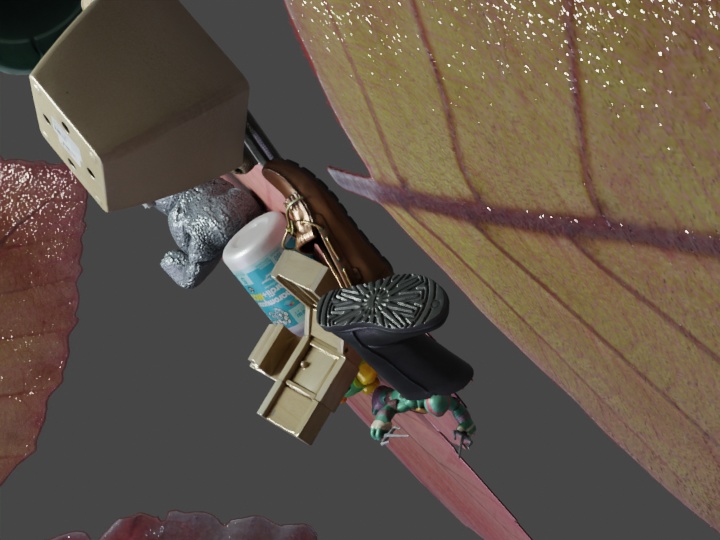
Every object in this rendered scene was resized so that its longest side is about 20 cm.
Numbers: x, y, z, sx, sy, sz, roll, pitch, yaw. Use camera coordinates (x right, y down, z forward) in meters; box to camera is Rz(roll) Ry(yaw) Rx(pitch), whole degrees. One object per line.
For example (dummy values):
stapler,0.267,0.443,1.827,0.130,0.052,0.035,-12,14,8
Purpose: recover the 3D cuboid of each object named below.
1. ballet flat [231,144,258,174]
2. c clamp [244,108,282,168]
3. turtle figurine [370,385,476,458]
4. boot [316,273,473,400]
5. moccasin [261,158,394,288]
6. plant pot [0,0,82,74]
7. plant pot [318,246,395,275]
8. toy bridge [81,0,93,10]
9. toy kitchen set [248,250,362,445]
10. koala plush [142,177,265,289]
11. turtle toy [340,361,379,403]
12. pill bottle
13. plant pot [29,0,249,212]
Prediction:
ballet flat,-0.195,-0.196,1.579,0.200,0.046,0.068,56,-176,-38
c clamp,-0.131,-0.166,1.484,0.200,0.027,0.171,56,168,-32
turtle figurine,0.084,0.182,1.657,0.149,0.102,0.200,9,-179,-13
boot,0.068,0.083,1.378,0.164,0.066,0.200,-1,148,37
moccasin,-0.049,-0.043,1.417,0.202,0.078,0.074,52,170,7
plant pot,-0.439,-0.390,1.590,0.197,0.200,0.201,54,174,27
plant pot,0.000,0.000,1.530,0.200,0.027,0.200,48,170,12
toy bridge,-0.306,-0.332,1.522,0.027,0.067,0.200,48,171,8
toy kitchen set,-0.110,0.090,1.683,0.163,0.201,0.180,24,168,35
koala plush,-0.263,-0.110,1.934,0.200,0.177,0.184,49,159,5
turtle toy,-0.048,0.161,2.152,0.146,0.101,0.200,47,170,15
pill bottle,-0.103,0.020,1.830,0.200,0.111,0.111,52,170,-20
plant pot,-0.259,-0.186,1.416,0.200,0.177,0.200,49,160,12
